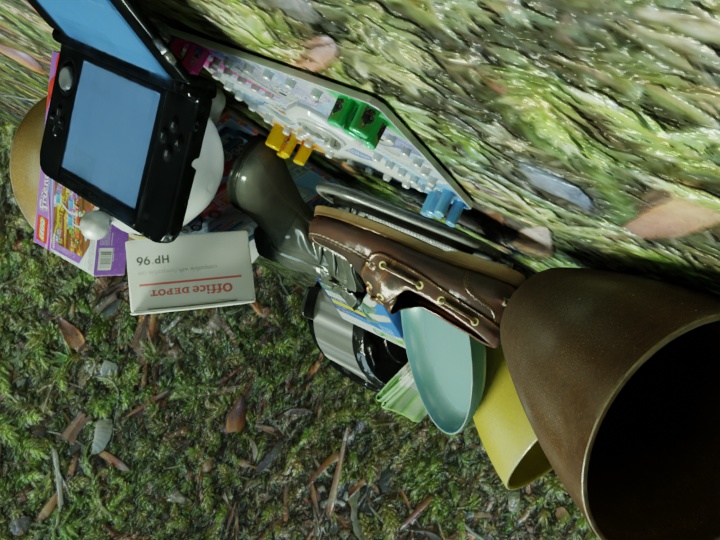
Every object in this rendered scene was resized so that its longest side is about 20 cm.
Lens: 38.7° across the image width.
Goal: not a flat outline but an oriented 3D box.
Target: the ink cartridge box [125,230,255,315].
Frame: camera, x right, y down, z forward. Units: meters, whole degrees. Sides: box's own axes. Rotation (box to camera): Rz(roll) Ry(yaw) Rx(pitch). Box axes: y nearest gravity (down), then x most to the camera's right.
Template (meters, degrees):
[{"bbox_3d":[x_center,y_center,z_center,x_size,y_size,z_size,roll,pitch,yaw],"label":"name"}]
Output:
[{"bbox_3d":[-0.160,0.001,0.980,0.114,0.069,0.200,-6,-179,-8],"label":"ink cartridge box"}]

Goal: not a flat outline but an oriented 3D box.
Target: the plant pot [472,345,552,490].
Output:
[{"bbox_3d":[0.184,0.105,1.062,0.142,0.200,0.200,50,-174,24],"label":"plant pot"}]

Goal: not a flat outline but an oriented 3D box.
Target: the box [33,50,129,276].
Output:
[{"bbox_3d":[-0.273,-0.110,1.029,0.039,0.204,0.136,-2,-163,-43],"label":"box"}]

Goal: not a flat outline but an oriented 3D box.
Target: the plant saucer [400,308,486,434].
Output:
[{"bbox_3d":[0.085,0.064,1.048,0.027,0.204,0.200,-9,-175,-15],"label":"plant saucer"}]

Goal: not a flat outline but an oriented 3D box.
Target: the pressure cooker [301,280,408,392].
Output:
[{"bbox_3d":[0.023,0.067,1.462,0.199,0.178,0.177,20,143,56],"label":"pressure cooker"}]

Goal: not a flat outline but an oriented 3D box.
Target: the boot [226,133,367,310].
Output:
[{"bbox_3d":[-0.045,-0.042,0.968,0.129,0.068,0.201,29,161,21],"label":"boot"}]

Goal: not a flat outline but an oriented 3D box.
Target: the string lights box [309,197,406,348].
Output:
[{"bbox_3d":[0.000,0.000,1.151,0.102,0.059,0.201,23,159,32],"label":"string lights box"}]

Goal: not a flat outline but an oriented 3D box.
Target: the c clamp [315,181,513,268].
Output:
[{"bbox_3d":[0.051,-0.034,0.924,0.197,0.027,0.171,22,180,-2],"label":"c clamp"}]

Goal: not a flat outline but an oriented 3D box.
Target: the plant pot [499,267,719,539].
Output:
[{"bbox_3d":[0.192,0.077,0.769,0.186,0.188,0.200,29,-171,-30],"label":"plant pot"}]

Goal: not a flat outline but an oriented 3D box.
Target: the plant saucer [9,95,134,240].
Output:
[{"bbox_3d":[-0.306,-0.117,1.197,0.199,0.203,0.035,30,158,-34],"label":"plant saucer"}]

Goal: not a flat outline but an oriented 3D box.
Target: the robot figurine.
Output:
[{"bbox_3d":[-0.180,-0.090,0.887,0.113,0.170,0.200,41,167,-10],"label":"robot figurine"}]

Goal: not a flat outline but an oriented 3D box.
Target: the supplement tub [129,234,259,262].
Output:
[{"bbox_3d":[-0.205,-0.091,1.162,0.199,0.146,0.144,30,174,-34],"label":"supplement tub"}]

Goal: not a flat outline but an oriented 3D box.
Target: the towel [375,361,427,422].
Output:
[{"bbox_3d":[0.122,0.124,1.379,0.031,0.200,0.149,48,-173,32],"label":"towel"}]

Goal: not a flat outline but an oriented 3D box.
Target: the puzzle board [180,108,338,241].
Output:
[{"bbox_3d":[-0.142,-0.075,1.040,0.199,0.018,0.150,-28,138,34],"label":"puzzle board"}]

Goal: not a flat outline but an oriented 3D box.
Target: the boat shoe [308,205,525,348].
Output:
[{"bbox_3d":[0.039,0.004,0.875,0.197,0.071,0.070,21,177,19],"label":"boat shoe"}]

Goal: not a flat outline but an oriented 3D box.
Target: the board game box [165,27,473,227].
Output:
[{"bbox_3d":[-0.030,-0.105,0.784,0.198,0.026,0.200,25,175,30],"label":"board game box"}]

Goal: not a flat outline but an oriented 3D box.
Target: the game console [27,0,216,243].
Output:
[{"bbox_3d":[-0.207,-0.133,0.732,0.115,0.179,0.199,3,-162,-46],"label":"game console"}]
